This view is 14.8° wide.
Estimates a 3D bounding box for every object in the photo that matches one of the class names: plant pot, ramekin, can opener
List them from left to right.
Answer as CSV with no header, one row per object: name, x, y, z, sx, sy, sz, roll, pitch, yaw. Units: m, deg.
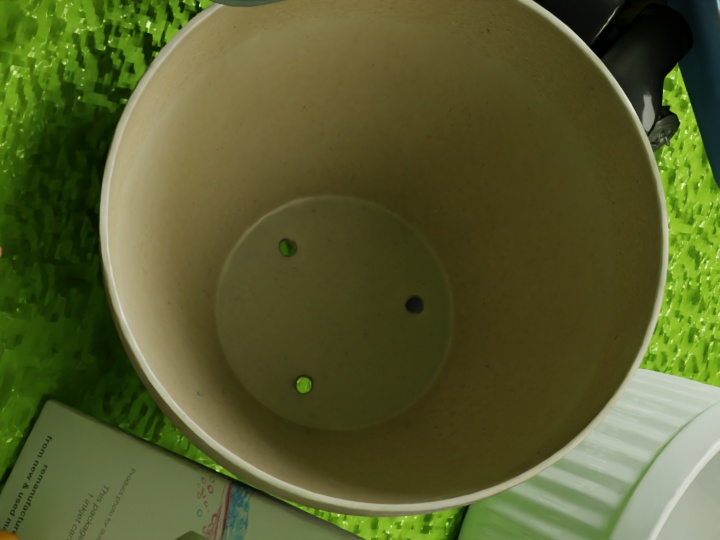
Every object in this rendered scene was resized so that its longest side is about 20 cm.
plant pot,0.000,0.000,1.023,0.200,0.200,0.134,-56,179,-16
can opener,0.061,-0.035,1.128,0.200,0.079,0.063,-53,167,24
ramekin,0.130,0.140,1.319,0.200,0.105,0.201,-30,131,-41

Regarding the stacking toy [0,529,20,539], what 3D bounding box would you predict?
stacking toy,-0.174,0.158,0.940,0.200,0.110,0.116,-53,160,-38

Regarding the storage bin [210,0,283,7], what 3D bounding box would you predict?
storage bin,-0.001,-0.202,0.883,0.134,0.145,0.200,-55,132,-69

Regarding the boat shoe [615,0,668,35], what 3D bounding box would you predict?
boat shoe,0.094,-0.109,1.146,0.200,0.065,0.073,78,16,-47

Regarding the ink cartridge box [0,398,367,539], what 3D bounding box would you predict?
ink cartridge box,-0.023,0.134,1.025,0.144,0.200,0.085,33,82,-55

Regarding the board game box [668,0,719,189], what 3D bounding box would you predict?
board game box,0.146,-0.128,1.133,0.039,0.200,0.158,-14,153,1
